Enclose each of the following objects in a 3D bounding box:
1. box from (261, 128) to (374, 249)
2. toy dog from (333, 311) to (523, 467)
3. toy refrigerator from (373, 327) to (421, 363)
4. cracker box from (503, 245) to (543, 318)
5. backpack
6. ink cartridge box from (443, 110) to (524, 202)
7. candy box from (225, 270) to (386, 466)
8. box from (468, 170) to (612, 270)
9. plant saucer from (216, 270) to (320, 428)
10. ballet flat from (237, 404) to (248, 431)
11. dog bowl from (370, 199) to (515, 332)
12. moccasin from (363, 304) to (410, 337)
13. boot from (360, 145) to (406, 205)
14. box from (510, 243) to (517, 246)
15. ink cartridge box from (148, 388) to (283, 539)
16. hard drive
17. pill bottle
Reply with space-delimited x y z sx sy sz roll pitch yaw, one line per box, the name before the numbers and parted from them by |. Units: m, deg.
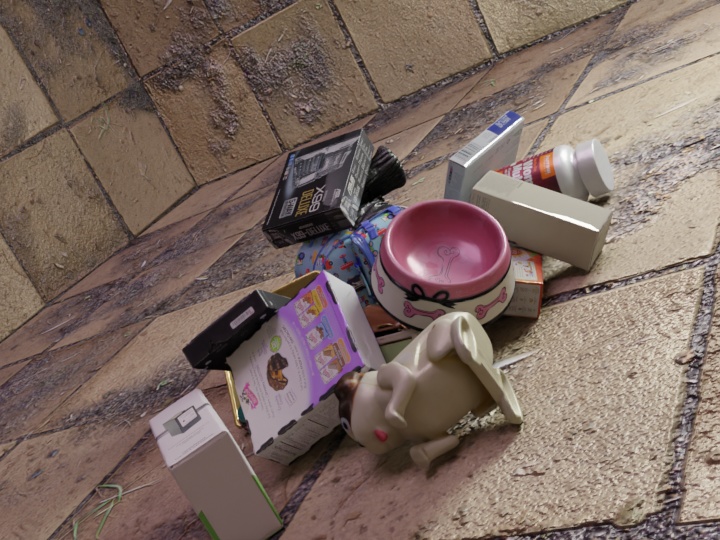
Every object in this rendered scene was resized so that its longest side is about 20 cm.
box | -0.068 -0.137 1.632 0.155 0.050 0.202 -14 41 29
toy dog | 0.062 0.136 1.150 0.198 0.140 0.195 -32 35 14
toy refrigerator | 0.017 0.133 1.329 0.198 0.077 0.070 -17 -7 34
cracker box | 0.159 0.008 1.392 0.196 0.059 0.134 7 23 7
backpack | 0.000 0.000 1.601 0.198 0.185 0.134 -28 19 -21
ink cartridge box | 0.212 -0.156 1.735 0.043 0.202 0.196 30 48 23
candy box | -0.073 0.131 1.301 0.199 0.071 0.169 -40 49 18
box | 0.260 -0.076 1.426 0.197 0.069 0.082 23 36 21
plant saucer | -0.118 0.128 1.518 0.197 0.049 0.202 -25 58 10
ballet flat | -0.104 0.153 1.425 0.069 0.071 0.202 34 92 46
dog bowl | 0.111 -0.013 1.291 0.196 0.075 0.202 0 45 0
moccasin | 0.076 0.092 1.389 0.198 0.074 0.079 5 55 32
boot | 0.003 -0.132 1.745 0.158 0.080 0.211 -43 -1 -10
box | 0.220 -0.049 1.564 0.197 0.037 0.144 -17 3 14
ink cartridge box | -0.185 0.250 1.221 0.083 0.147 0.200 -32 16 -12
hard drive | -0.158 0.089 1.401 0.139 0.038 0.200 -38 -16 8
pill bottle | 0.320 -0.146 1.652 0.198 0.111 0.110 -19 18 30
